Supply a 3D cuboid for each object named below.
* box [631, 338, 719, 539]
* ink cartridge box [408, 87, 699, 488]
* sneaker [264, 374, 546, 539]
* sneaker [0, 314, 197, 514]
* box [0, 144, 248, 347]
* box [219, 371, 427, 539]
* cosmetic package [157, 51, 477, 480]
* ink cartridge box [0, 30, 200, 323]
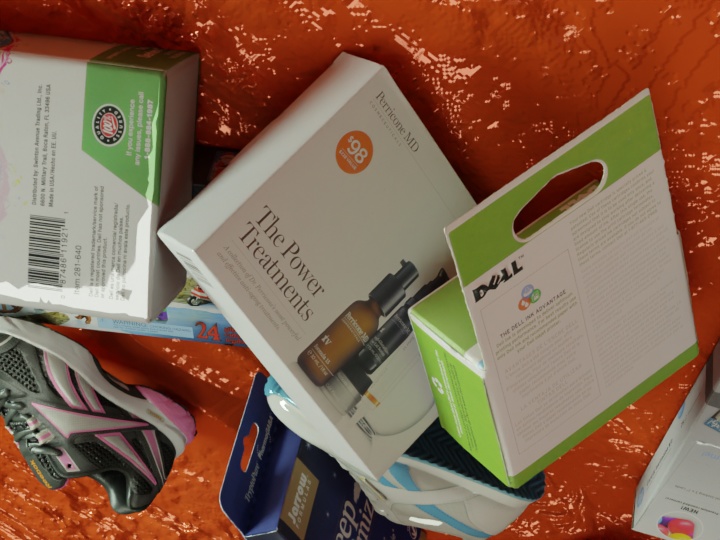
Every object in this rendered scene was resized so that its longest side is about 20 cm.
[{"bbox_3d":[0.280,0.118,1.160,0.155,0.041,0.201,16,134,-1],"label":"box"},{"bbox_3d":[0.102,-0.001,1.009,0.076,0.147,0.201,38,155,45],"label":"ink cartridge box"},{"bbox_3d":[0.021,0.124,1.204,0.199,0.077,0.081,28,129,-13],"label":"sneaker"},{"bbox_3d":[-0.201,0.098,1.201,0.199,0.087,0.080,30,155,-24],"label":"sneaker"},{"bbox_3d":[-0.162,-0.021,1.136,0.199,0.038,0.137,6,135,9],"label":"box"},{"bbox_3d":[-0.021,0.171,1.230,0.032,0.122,0.200,-16,128,29],"label":"box"},{"bbox_3d":[0.000,0.000,1.043,0.052,0.151,0.200,24,156,54],"label":"cosmetic package"},{"bbox_3d":[-0.201,-0.061,1.037,0.199,0.084,0.146,7,106,7],"label":"ink cartridge box"}]
